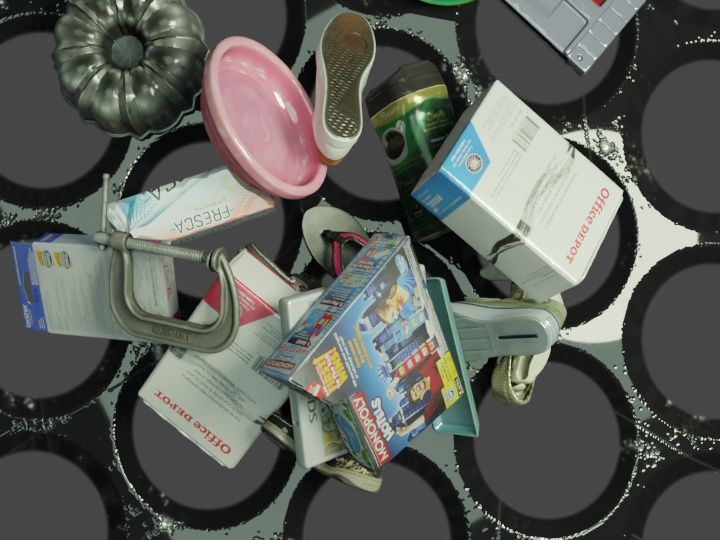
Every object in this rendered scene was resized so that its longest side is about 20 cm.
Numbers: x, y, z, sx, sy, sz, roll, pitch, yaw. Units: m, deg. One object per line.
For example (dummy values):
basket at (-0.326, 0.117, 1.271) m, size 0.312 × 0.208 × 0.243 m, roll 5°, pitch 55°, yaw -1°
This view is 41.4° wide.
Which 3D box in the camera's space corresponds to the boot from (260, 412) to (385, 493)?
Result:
boot at (-0.016, 0.164, 1.118) m, size 0.199 × 0.073 × 0.153 m, roll 34°, pitch 81°, yaw -38°

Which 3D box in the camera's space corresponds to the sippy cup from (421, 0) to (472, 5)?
sippy cup at (0.104, -0.416, 1.147) m, size 0.174 × 0.140 × 0.133 m, roll 11°, pitch 68°, yaw -4°

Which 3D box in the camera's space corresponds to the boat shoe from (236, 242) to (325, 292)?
boat shoe at (-0.067, 0.036, 1.159) m, size 0.065 × 0.072 × 0.200 m, roll -44°, pitch 92°, yaw -9°

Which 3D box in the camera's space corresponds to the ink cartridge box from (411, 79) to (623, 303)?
ink cartridge box at (0.178, -0.086, 1.070) m, size 0.199 × 0.084 × 0.146 m, roll 39°, pitch 62°, yaw -7°

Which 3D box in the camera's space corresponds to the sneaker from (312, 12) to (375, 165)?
sneaker at (-0.030, -0.222, 1.166) m, size 0.071 × 0.085 × 0.204 m, roll 14°, pitch 61°, yaw -11°

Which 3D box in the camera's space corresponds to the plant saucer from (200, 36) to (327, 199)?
plant saucer at (-0.118, -0.172, 1.118) m, size 0.050 × 0.200 × 0.204 m, roll -26°, pitch 89°, yaw 29°

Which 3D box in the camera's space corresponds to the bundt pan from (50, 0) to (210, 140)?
bundt pan at (-0.285, -0.266, 1.159) m, size 0.197 × 0.076 × 0.207 m, roll 0°, pitch 89°, yaw -2°

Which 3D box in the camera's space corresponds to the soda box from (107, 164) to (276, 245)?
soda box at (-0.204, -0.076, 1.160) m, size 0.196 × 0.064 × 0.070 m, roll -19°, pitch 89°, yaw -3°

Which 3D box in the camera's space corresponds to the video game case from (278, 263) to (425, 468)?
video game case at (0.003, 0.102, 1.062) m, size 0.197 × 0.023 × 0.186 m, roll -14°, pitch 103°, yaw -38°

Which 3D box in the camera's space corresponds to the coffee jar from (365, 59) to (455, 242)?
coffee jar at (0.078, -0.144, 1.149) m, size 0.084 × 0.104 × 0.204 m, roll -19°, pitch 89°, yaw -30°

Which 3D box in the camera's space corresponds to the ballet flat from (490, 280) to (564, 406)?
ballet flat at (0.211, 0.068, 1.159) m, size 0.067 × 0.075 × 0.204 m, roll 15°, pitch 87°, yaw -24°

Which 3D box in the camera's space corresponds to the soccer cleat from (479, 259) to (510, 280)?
soccer cleat at (0.174, -0.084, 1.170) m, size 0.069 × 0.086 × 0.204 m, roll 19°, pitch 64°, yaw -33°

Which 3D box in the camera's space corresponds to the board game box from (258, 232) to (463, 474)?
board game box at (-0.001, 0.098, 1.006) m, size 0.199 × 0.061 × 0.203 m, roll -34°, pitch 114°, yaw -31°

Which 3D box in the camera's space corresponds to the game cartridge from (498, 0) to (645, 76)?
game cartridge at (0.248, -0.361, 1.199) m, size 0.199 × 0.038 × 0.130 m, roll 42°, pitch 92°, yaw 0°

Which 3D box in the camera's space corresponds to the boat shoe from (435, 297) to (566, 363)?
boat shoe at (0.153, 0.067, 1.136) m, size 0.197 × 0.062 × 0.074 m, roll 0°, pitch 111°, yaw 39°

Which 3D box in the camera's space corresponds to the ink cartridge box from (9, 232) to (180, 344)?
ink cartridge box at (-0.313, 0.019, 1.128) m, size 0.195 × 0.042 × 0.122 m, roll 3°, pitch 114°, yaw 12°

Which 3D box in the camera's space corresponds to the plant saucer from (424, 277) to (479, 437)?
plant saucer at (0.096, 0.102, 1.144) m, size 0.019 × 0.069 × 0.204 m, roll -28°, pitch 109°, yaw -43°

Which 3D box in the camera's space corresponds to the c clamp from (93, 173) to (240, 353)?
c clamp at (-0.215, 0.001, 1.045) m, size 0.196 × 0.027 × 0.175 m, roll 16°, pitch 106°, yaw 19°

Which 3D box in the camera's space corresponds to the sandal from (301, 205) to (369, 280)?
sandal at (0.000, 0.000, 1.159) m, size 0.074 × 0.045 × 0.202 m, roll -32°, pitch 82°, yaw -15°

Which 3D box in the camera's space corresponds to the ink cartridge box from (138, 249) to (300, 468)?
ink cartridge box at (-0.143, 0.104, 1.108) m, size 0.144 × 0.084 × 0.201 m, roll 38°, pitch 112°, yaw -2°
